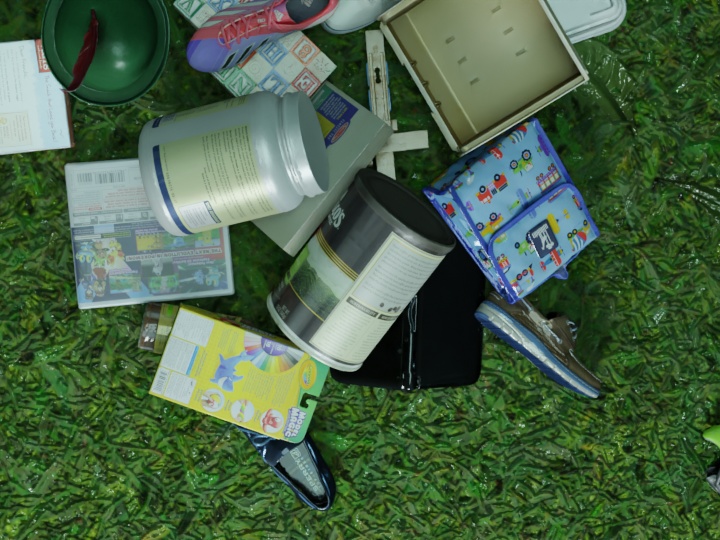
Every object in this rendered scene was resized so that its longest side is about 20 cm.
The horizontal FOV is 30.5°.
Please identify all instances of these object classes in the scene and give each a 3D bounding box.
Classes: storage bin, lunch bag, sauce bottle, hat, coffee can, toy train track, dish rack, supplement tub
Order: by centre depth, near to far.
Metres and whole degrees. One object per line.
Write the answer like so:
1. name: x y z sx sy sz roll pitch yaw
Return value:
1. hat: -0.274 -0.273 1.542 0.165 0.176 0.202 17 84 -29
2. supplement tub: -0.149 -0.130 1.571 0.198 0.145 0.146 -12 97 11
3. coffee can: 0.000 0.000 1.599 0.146 0.147 0.201 34 108 -8
4. storage bin: 0.150 -0.276 1.631 0.198 0.094 0.201 -30 95 18
5. sauce bottle: -0.179 0.086 1.673 0.198 0.065 0.065 11 94 -9
6. lunch bag: 0.202 -0.068 1.682 0.150 0.094 0.201 -39 104 -14
7. toy train track: 0.026 -0.204 1.686 0.113 0.033 0.202 -5 90 1
8. dish rack: 0.236 -0.368 1.686 0.198 0.044 0.173 -19 98 -3

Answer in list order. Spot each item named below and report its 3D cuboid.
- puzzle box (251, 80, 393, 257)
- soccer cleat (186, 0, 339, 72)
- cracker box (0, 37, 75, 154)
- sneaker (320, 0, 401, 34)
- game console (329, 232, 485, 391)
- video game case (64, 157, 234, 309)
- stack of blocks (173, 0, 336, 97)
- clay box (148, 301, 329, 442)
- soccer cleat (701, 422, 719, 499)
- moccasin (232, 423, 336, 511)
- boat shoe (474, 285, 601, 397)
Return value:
1. puzzle box: -0.062 -0.129 1.638 0.200 0.133 0.025 -50 139 1
2. soccer cleat: -0.117 -0.296 1.575 0.198 0.076 0.067 -24 98 -4
3. cracker box: -0.457 -0.207 1.615 0.198 0.058 0.135 -6 96 -5
4. sneaker: 0.034 -0.366 1.648 0.199 0.071 0.073 -35 98 -2
5. game console: 0.062 0.048 1.719 0.174 0.116 0.202 4 95 23
6. video game case: -0.266 -0.052 1.670 0.198 0.023 0.184 -5 96 -7
7. stack of blocks: -0.141 -0.280 1.643 0.200 0.059 0.115 44 90 -9
8. clay box: -0.148 0.127 1.624 0.198 0.048 0.116 21 94 -9
9. soccer cleat: 0.512 0.296 1.776 0.080 0.068 0.202 -14 96 13
10. moccasin: -0.092 0.221 1.691 0.080 0.068 0.200 -42 98 -1
11. boat shoe: 0.246 0.088 1.717 0.199 0.072 0.073 38 82 -13
